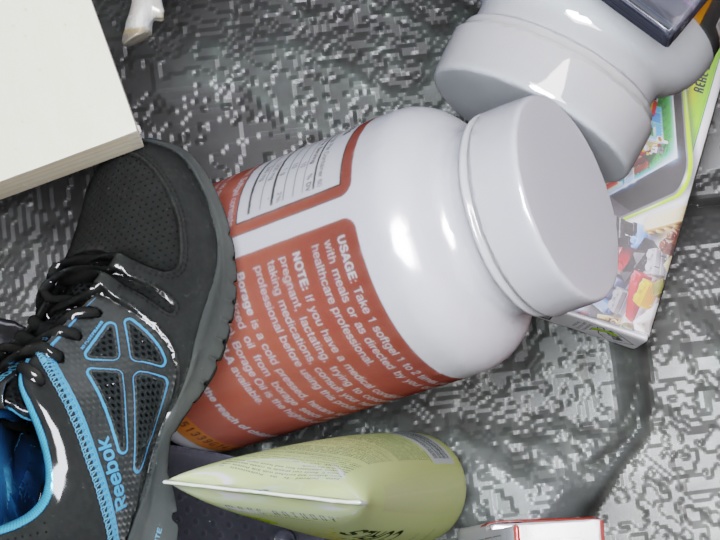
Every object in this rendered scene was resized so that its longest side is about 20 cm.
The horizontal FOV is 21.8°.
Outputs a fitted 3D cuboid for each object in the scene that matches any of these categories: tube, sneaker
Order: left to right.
[{"bbox_3d":[-0.101,0.035,0.705,0.073,0.082,0.201,-13,60,38],"label":"sneaker"},{"bbox_3d":[-0.007,0.090,0.756,0.058,0.200,0.052,-38,74,10],"label":"tube"}]

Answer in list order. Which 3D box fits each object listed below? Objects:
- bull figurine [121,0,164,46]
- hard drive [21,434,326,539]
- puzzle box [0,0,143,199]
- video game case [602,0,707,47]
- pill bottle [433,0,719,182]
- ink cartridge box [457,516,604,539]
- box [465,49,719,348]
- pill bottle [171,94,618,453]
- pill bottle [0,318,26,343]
[{"bbox_3d":[-0.158,-0.136,0.789,0.199,0.065,0.122,-28,87,-5],"label":"bull figurine"},{"bbox_3d":[-0.098,0.139,0.770,0.199,0.042,0.136,13,75,-43],"label":"hard drive"},{"bbox_3d":[-0.179,-0.119,0.737,0.132,0.025,0.201,-20,79,-3],"label":"puzzle box"},{"bbox_3d":[0.130,-0.207,0.754,0.143,0.019,0.200,39,82,13],"label":"video game case"},{"bbox_3d":[0.118,-0.148,0.809,0.116,0.116,0.201,28,80,1],"label":"pill bottle"},{"bbox_3d":[0.073,0.155,0.751,0.050,0.200,0.110,-2,81,-3],"label":"ink cartridge box"},{"bbox_3d":[0.107,-0.076,0.873,0.109,0.035,0.201,17,80,0],"label":"box"},{"bbox_3d":[0.000,0.000,0.773,0.199,0.112,0.113,-19,81,30],"label":"pill bottle"},{"bbox_3d":[-0.194,0.122,0.785,0.111,0.112,0.202,2,81,-3],"label":"pill bottle"}]
